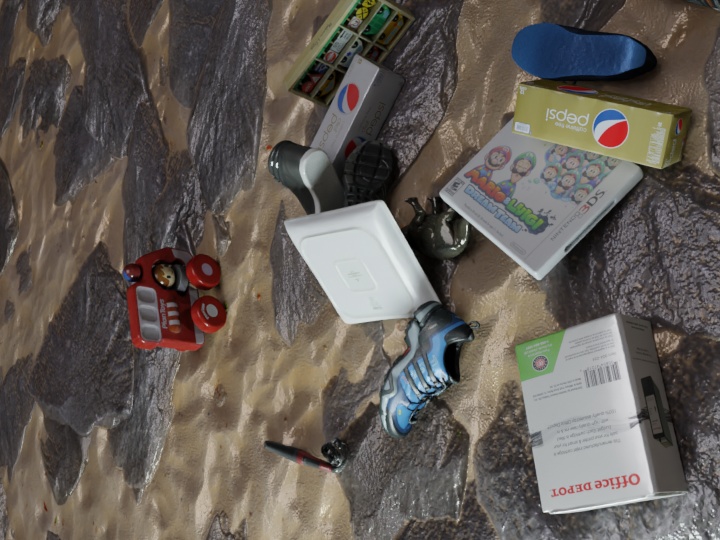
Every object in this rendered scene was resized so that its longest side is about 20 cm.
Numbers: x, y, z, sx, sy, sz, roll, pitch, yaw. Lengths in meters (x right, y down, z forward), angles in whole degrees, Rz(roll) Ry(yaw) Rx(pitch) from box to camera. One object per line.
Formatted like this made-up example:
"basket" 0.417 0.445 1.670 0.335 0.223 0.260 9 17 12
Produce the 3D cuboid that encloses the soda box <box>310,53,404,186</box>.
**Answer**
"soda box" -0.013 -0.232 1.420 0.068 0.063 0.201 41 109 41

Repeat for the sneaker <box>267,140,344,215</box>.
"sneaker" -0.079 -0.124 1.384 0.099 0.201 0.071 30 65 35

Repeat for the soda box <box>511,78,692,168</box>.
"soda box" 0.286 -0.179 1.077 0.199 0.067 0.065 22 117 34

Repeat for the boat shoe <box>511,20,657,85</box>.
"boat shoe" 0.280 -0.265 1.140 0.199 0.068 0.085 31 111 45

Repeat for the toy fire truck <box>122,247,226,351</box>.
"toy fire truck" -0.342 0.048 1.605 0.112 0.167 0.202 -30 61 35

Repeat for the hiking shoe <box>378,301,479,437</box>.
"hiking shoe" 0.087 0.146 1.219 0.086 0.074 0.202 28 109 31

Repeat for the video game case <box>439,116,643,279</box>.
"video game case" 0.223 -0.109 1.143 0.182 0.024 0.200 -45 50 0

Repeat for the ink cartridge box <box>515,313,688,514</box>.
"ink cartridge box" 0.273 0.168 1.034 0.145 0.084 0.202 -23 65 39

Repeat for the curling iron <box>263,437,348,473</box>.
"curling iron" -0.087 0.284 1.405 0.199 0.025 0.050 -6 55 48

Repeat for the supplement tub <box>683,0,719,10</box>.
"supplement tub" 0.387 -0.367 1.016 0.200 0.122 0.123 35 105 43

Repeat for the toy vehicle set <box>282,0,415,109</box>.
"toy vehicle set" -0.019 -0.345 1.407 0.200 0.124 0.027 -49 51 25

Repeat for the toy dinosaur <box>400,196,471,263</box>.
"toy dinosaur" 0.113 -0.055 1.263 0.199 0.077 0.103 -3 92 39

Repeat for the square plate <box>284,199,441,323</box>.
"square plate" 0.000 0.000 1.286 0.199 0.199 0.028 -8 32 43

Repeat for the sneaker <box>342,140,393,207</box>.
"sneaker" 0.002 -0.106 1.366 0.075 0.079 0.202 11 64 4
